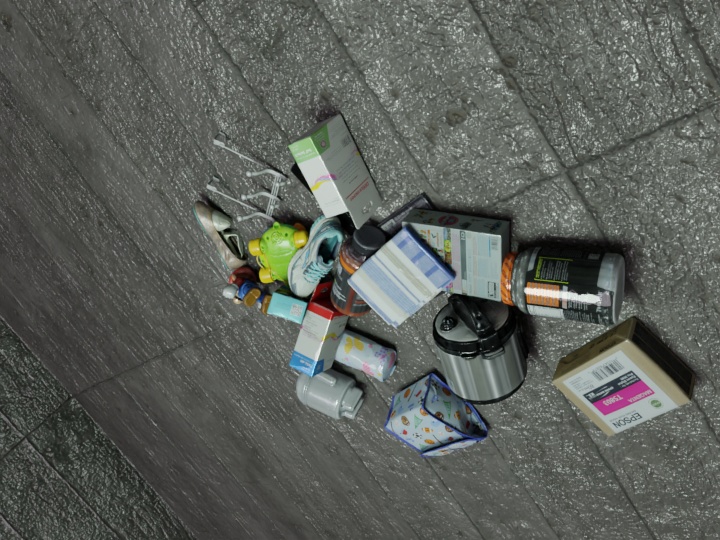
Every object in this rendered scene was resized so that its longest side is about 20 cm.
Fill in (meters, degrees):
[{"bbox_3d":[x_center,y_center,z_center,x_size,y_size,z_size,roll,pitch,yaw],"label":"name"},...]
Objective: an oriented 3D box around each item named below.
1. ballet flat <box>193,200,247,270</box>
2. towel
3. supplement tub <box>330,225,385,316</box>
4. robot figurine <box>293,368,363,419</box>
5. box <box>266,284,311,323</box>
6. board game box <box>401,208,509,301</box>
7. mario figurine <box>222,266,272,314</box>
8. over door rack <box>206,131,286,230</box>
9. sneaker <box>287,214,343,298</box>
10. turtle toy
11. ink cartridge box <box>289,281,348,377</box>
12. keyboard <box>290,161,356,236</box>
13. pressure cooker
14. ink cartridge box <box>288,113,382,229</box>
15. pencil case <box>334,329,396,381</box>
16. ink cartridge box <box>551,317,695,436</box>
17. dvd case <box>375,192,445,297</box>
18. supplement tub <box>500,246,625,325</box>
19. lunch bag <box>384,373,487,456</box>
[{"bbox_3d":[-0.343,-0.095,1.536,0.066,0.069,0.202,-16,120,20],"label":"ballet flat"},{"bbox_3d":[0.078,0.018,1.218,0.147,0.024,0.200,43,129,-5],"label":"towel"},{"bbox_3d":[0.000,0.000,1.327,0.106,0.107,0.202,29,136,12],"label":"supplement tub"},{"bbox_3d":[-0.089,0.320,1.632,0.197,0.113,0.172,19,139,22],"label":"robot figurine"},{"bbox_3d":[-0.163,0.076,1.434,0.081,0.200,0.050,18,92,-3],"label":"box"},{"bbox_3d":[0.184,-0.032,1.186,0.197,0.064,0.150,10,127,25],"label":"board game box"},{"bbox_3d":[-0.287,0.068,1.545,0.199,0.105,0.125,28,144,60],"label":"mario figurine"},{"bbox_3d":[-0.271,-0.195,1.396,0.198,0.067,0.149,34,135,8],"label":"over door rack"},{"bbox_3d":[-0.097,-0.020,1.315,0.076,0.087,0.202,14,113,-28],"label":"sneaker"},{"bbox_3d":[-0.165,-0.030,1.423,0.143,0.102,0.203,-8,123,11],"label":"turtle toy"},{"bbox_3d":[-0.086,0.133,1.427,0.066,0.116,0.203,22,101,18],"label":"ink cartridge box"},{"bbox_3d":[-0.062,-0.167,1.307,0.200,0.040,0.104,47,159,-7],"label":"keyboard"},{"bbox_3d":[0.235,0.142,1.223,0.173,0.179,0.203,1,124,37],"label":"pressure cooker"},{"bbox_3d":[-0.045,-0.187,1.207,0.067,0.117,0.202,-11,116,40],"label":"ink cartridge box"},{"bbox_3d":[-0.010,0.202,1.509,0.197,0.084,0.091,20,152,22],"label":"pencil case"},{"bbox_3d":[0.496,0.207,1.166,0.164,0.075,0.200,43,135,1],"label":"ink cartridge box"},{"bbox_3d":[0.140,-0.046,1.261,0.201,0.016,0.148,51,134,-8],"label":"dvd case"},{"bbox_3d":[0.357,0.024,1.086,0.197,0.123,0.124,8,127,31],"label":"supplement tub"},{"bbox_3d":[0.185,0.371,1.481,0.199,0.125,0.170,36,138,-15],"label":"lunch bag"}]
